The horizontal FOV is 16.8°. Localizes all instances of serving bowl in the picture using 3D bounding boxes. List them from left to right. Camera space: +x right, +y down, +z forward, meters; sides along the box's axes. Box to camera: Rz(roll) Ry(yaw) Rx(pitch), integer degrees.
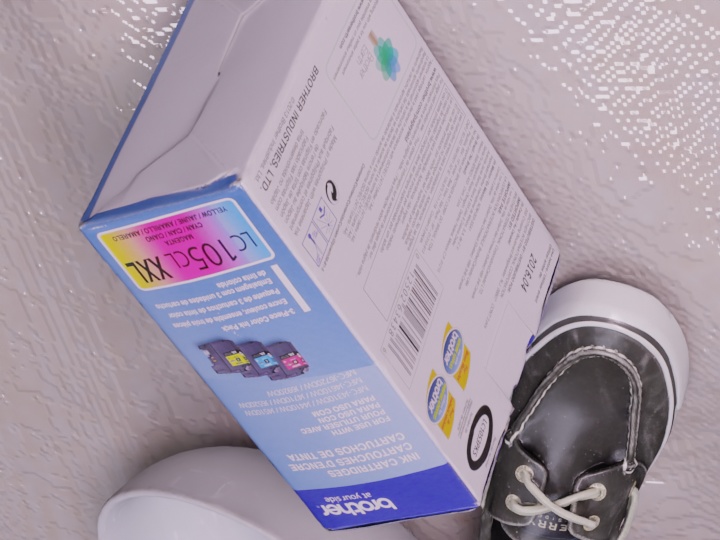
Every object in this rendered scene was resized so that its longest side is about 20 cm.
[{"bbox_3d":[-0.019,0.147,1.095,0.200,0.066,0.200,29,149,19],"label":"serving bowl"}]

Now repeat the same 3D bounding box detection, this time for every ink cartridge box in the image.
[{"bbox_3d":[0.000,0.000,0.896,0.076,0.137,0.200,-13,128,34],"label":"ink cartridge box"}]

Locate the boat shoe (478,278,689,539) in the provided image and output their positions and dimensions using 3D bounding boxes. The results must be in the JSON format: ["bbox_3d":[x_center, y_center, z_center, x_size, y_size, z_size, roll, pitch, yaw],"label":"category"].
[{"bbox_3d":[0.087,0.086,1.009,0.071,0.064,0.200,15,138,5],"label":"boat shoe"}]
